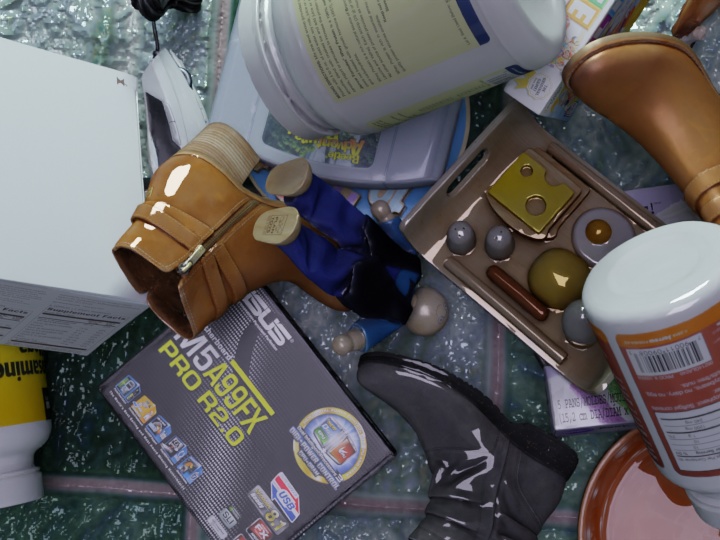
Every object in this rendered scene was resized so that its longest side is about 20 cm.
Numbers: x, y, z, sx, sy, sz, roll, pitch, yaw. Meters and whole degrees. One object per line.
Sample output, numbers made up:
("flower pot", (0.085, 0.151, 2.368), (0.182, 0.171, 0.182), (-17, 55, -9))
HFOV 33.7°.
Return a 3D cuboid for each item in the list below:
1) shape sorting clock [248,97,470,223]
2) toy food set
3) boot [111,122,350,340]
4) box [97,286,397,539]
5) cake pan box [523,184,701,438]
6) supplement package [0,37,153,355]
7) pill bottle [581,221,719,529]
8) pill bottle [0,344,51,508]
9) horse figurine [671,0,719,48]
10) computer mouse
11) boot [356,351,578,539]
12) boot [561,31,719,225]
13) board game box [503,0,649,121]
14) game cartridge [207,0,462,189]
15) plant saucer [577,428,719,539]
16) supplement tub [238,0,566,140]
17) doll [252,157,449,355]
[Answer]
("shape sorting clock", (-0.008, -0.129, 0.985), (0.198, 0.039, 0.202), (0, 86, 5))
("toy food set", (0.148, -0.022, 0.899), (0.200, 0.060, 0.144), (41, 84, 16))
("boot", (-0.090, 0.000, 0.913), (0.200, 0.074, 0.155), (43, 46, -14))
("box", (-0.092, 0.122, 0.972), (0.160, 0.044, 0.201), (-39, 84, 2))
("cake pan box", (0.227, 0.028, 0.933), (0.198, 0.052, 0.186), (-6, 73, 6))
("supplement package", (-0.256, -0.056, 0.904), (0.111, 0.155, 0.202), (-33, 57, 43))
("pill bottle", (0.236, 0.077, 0.814), (0.111, 0.112, 0.201), (-27, 114, 3))
("pill bottle", (-0.311, 0.090, 0.961), (0.111, 0.112, 0.202), (-9, 86, 5))
("horse figurine", (0.300, -0.278, 0.938), (0.049, 0.132, 0.202), (9, 79, -19))
("computer mouse", (-0.148, -0.143, 0.977), (0.043, 0.110, 0.202), (-5, 94, 11))
("boot", (0.064, 0.158, 0.917), (0.199, 0.070, 0.132), (29, 73, -1))
("boot", (0.234, -0.075, 0.846), (0.077, 0.199, 0.156), (-36, 48, 35))
("board game box", (0.190, -0.208, 0.898), (0.034, 0.134, 0.201), (37, 105, 13))
("game cartridge", (-0.019, -0.137, 0.950), (0.198, 0.041, 0.134), (13, 90, 13))
("plant saucer", (0.271, 0.209, 0.939), (0.198, 0.032, 0.202), (0, 85, 5))
("supplement tub", (0.028, -0.181, 0.834), (0.199, 0.145, 0.146), (-18, 84, 29))
("doll", (0.000, 0.000, 0.916), (0.048, 0.200, 0.138), (-8, 59, 39))
